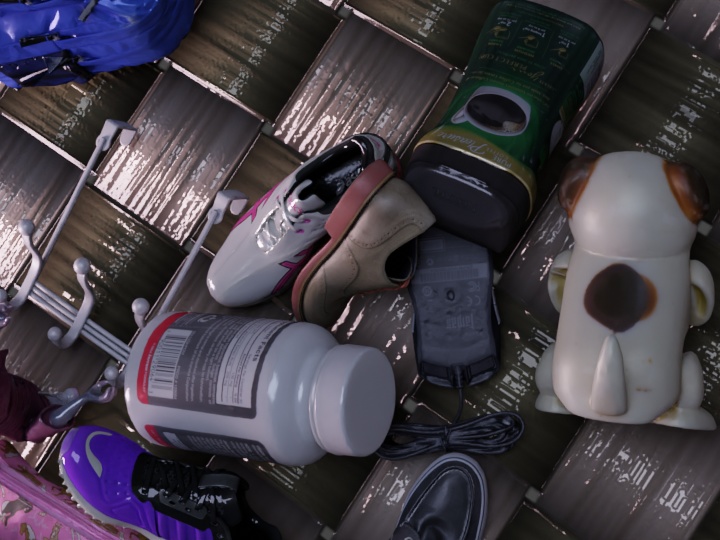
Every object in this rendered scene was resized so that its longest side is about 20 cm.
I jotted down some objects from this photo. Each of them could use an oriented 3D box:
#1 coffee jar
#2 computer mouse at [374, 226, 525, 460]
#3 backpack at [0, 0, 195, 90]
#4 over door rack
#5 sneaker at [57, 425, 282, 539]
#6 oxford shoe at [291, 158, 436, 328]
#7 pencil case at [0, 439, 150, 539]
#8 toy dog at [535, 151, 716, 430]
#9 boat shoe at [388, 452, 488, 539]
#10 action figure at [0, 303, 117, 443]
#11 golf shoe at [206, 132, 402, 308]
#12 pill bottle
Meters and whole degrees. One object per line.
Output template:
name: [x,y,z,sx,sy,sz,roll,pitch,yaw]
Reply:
coffee jar: [0.112,-0.114,1.069,0.104,0.086,0.201,23,64,14]
computer mouse: [0.052,0.057,1.103,0.139,0.046,0.202,-11,87,8]
backpack: [-0.254,-0.256,1.191,0.198,0.168,0.164,-5,83,9]
over door rack: [-0.216,-0.022,1.172,0.147,0.067,0.201,32,88,18]
sneaker: [-0.139,0.176,1.056,0.099,0.200,0.070,-30,30,35]
oxford shoe: [0.000,0.000,1.064,0.075,0.200,0.070,39,56,8]
pencil case: [-0.247,0.221,1.124,0.199,0.086,0.083,28,96,17]
toy dog: [0.191,0.011,1.002,0.138,0.194,0.202,4,85,28]
boat shoe: [0.040,0.237,1.047,0.070,0.066,0.201,30,90,8]
action figure: [-0.302,0.114,1.106,0.134,0.200,0.150,33,88,33]
golf shoe: [-0.058,-0.047,1.130,0.200,0.092,0.073,-41,72,5]
pill bottle: [-0.078,0.094,1.064,0.199,0.111,0.112,4,79,30]
